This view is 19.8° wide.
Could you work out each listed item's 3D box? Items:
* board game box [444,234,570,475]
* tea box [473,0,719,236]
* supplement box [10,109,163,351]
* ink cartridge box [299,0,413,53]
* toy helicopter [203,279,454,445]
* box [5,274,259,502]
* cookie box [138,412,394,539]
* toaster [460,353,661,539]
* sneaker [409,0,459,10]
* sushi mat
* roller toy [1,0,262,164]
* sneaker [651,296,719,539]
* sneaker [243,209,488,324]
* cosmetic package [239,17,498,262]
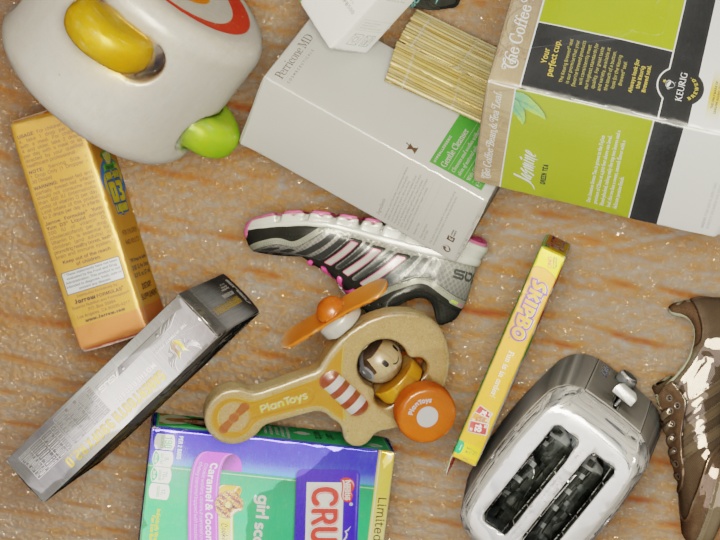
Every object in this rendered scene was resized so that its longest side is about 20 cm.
[{"bbox_3d":[0.118,0.070,1.658,0.030,0.096,0.200,26,100,4],"label":"board game box"},{"bbox_3d":[0.204,-0.159,1.555,0.196,0.134,0.200,15,59,6],"label":"tea box"},{"bbox_3d":[-0.225,-0.039,1.714,0.069,0.067,0.200,-18,94,10],"label":"supplement box"},{"bbox_3d":[0.025,-0.274,1.582,0.200,0.050,0.109,-46,64,29],"label":"ink cartridge box"},{"bbox_3d":[-0.029,0.081,1.623,0.200,0.079,0.132,-17,114,-6],"label":"toy helicopter"},{"bbox_3d":[-0.181,0.092,1.675,0.200,0.158,0.048,-43,89,10],"label":"box"},{"bbox_3d":[-0.081,0.213,1.696,0.200,0.075,0.172,6,97,-6],"label":"cookie box"},{"bbox_3d":[0.152,0.165,1.647,0.114,0.129,0.200,40,101,3],"label":"toaster"},{"bbox_3d":[0.065,-0.304,1.646,0.079,0.075,0.200,15,104,-9],"label":"sneaker"},{"bbox_3d":[0.119,-0.139,1.635,0.200,0.096,0.012,25,137,1],"label":"sushi mat"},{"bbox_3d":[-0.177,-0.189,1.620,0.140,0.200,0.183,-49,49,21],"label":"roller toy"},{"bbox_3d":[0.268,0.120,1.657,0.075,0.070,0.200,11,89,8],"label":"sneaker"},{"bbox_3d":[0.000,0.000,1.679,0.199,0.074,0.088,8,92,3],"label":"sneaker"},{"bbox_3d":[0.020,-0.108,1.637,0.200,0.108,0.085,29,138,3],"label":"cosmetic package"}]
